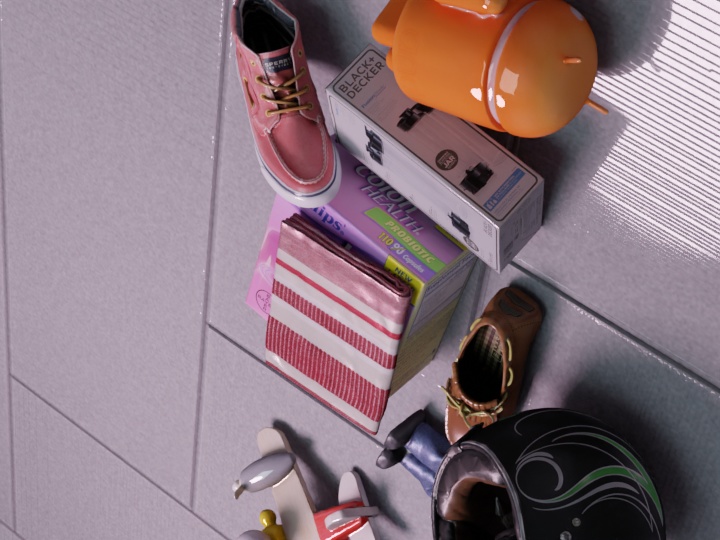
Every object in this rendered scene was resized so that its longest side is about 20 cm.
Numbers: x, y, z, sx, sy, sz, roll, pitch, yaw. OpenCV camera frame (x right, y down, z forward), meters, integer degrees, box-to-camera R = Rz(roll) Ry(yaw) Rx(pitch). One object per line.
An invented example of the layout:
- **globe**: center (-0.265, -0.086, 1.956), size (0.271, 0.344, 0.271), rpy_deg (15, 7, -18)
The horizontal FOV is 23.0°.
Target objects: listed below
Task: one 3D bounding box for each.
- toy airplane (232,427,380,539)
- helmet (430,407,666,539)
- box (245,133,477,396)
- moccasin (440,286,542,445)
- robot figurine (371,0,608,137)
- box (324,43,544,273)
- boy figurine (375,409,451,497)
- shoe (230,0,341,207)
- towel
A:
- **toy airplane**: center (-0.071, 0.299, 1.948), size (0.200, 0.141, 0.200), rpy_deg (32, 119, 46)
- **helmet**: center (0.179, 0.224, 1.601), size (0.200, 0.190, 0.201), rpy_deg (4, 95, 59)
- **box**: center (0.000, 0.000, 1.684), size (0.176, 0.097, 0.200), rpy_deg (40, 139, 17)
- **moccasin**: center (0.115, 0.106, 1.662), size (0.074, 0.078, 0.202), rpy_deg (40, 140, 15)
- **robot figurine**: center (0.107, -0.175, 1.428), size (0.199, 0.116, 0.145), rpy_deg (23, 120, 34)
- **box**: center (0.065, -0.097, 1.538), size (0.200, 0.060, 0.117), rpy_deg (39, 167, 17)
- **boy figurine**: center (0.108, 0.235, 1.783), size (0.200, 0.064, 0.125), rpy_deg (44, 138, 17)
- **shoe**: center (-0.072, -0.156, 1.594), size (0.091, 0.071, 0.201), rpy_deg (83, 168, -58)
- **towel**: center (-0.023, 0.052, 1.655), size (0.144, 0.023, 0.201), rpy_deg (33, 140, 20)
